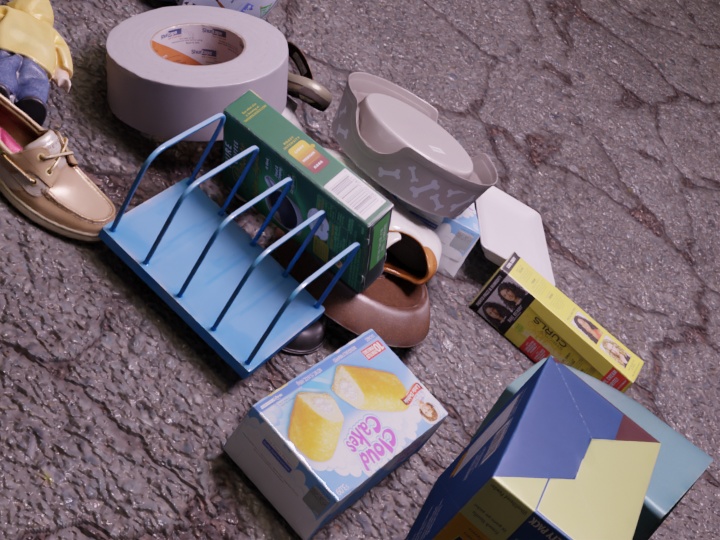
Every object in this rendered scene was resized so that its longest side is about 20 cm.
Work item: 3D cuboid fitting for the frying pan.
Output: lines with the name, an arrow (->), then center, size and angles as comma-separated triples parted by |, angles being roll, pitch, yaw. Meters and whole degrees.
frying pan -> -0.107, 0.010, 1.398 | 0.190, 0.031, 0.115 | 41, 34, 0

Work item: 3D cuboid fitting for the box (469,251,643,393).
box -> 0.226, 0.074, 1.576 | 0.200, 0.075, 0.050 | 41, 38, 3

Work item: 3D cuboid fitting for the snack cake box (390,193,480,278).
snack cake box -> 0.069, -0.086, 1.586 | 0.114, 0.068, 0.201 | 26, 25, -15

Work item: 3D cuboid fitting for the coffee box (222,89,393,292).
coffee box -> -0.056, -0.080, 1.365 | 0.199, 0.124, 0.044 | 38, 62, 19

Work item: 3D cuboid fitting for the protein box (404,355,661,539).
protein box -> 0.142, 0.226, 1.222 | 0.134, 0.201, 0.199 | 37, 35, 1

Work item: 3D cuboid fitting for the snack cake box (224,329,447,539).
snack cake box -> -0.019, 0.149, 1.270 | 0.115, 0.067, 0.199 | 45, 36, 11

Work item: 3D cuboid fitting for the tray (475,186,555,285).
tray -> 0.183, -0.045, 1.686 | 0.106, 0.022, 0.201 | 28, 25, -13

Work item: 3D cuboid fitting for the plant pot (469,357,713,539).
plant pot -> 0.221, 0.198, 1.387 | 0.200, 0.142, 0.141 | 41, 35, 18

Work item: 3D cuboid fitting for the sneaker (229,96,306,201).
sneaker -> -0.101, -0.147, 1.531 | 0.098, 0.075, 0.202 | 20, 39, -21

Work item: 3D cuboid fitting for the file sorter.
file sorter -> -0.119, -0.030, 1.303 | 0.200, 0.123, 0.139 | 43, 40, 8

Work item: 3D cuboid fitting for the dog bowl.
dog bowl -> 0.055, -0.134, 1.493 | 0.198, 0.059, 0.201 | 30, 22, -13

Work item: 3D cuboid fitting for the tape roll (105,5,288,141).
tape roll -> -0.177, -0.218, 1.483 | 0.197, 0.067, 0.201 | 4, 34, -3

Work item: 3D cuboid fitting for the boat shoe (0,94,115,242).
boat shoe -> -0.314, -0.107, 1.305 | 0.199, 0.069, 0.074 | 36, 34, -6

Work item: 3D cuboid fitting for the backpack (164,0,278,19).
backpack -> -0.159, -0.393, 1.668 | 0.189, 0.200, 0.155 | -1, 55, -50

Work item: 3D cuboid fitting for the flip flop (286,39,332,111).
flip flop -> -0.089, -0.242, 1.611 | 0.080, 0.058, 0.200 | 23, 7, -36

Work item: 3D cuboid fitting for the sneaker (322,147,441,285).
sneaker -> 0.004, -0.058, 1.442 | 0.199, 0.073, 0.085 | 34, 22, -8

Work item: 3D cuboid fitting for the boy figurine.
boy figurine -> -0.357, -0.226, 1.407 | 0.123, 0.065, 0.202 | 19, 39, -24

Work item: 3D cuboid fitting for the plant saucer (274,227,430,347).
plant saucer -> 0.000, 0.000, 1.466 | 0.199, 0.035, 0.201 | 30, 26, -16
